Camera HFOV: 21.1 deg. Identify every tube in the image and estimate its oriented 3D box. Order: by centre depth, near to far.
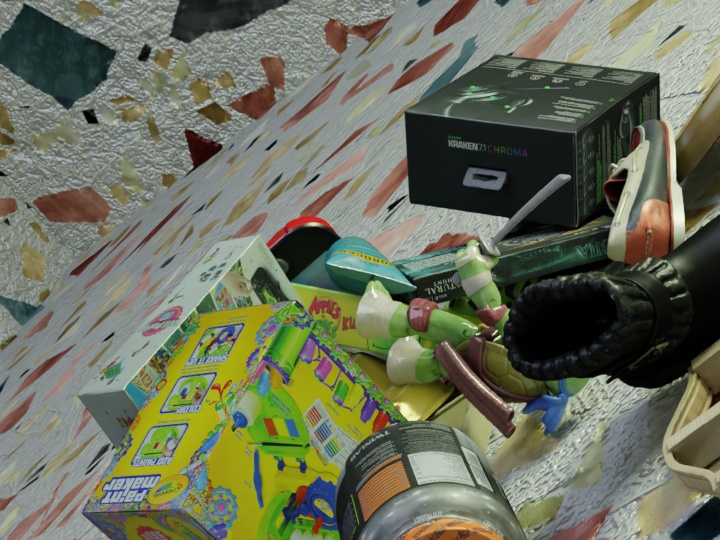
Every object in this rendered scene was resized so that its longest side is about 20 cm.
[{"bbox_3d":[0.000,0.000,1.676,0.200,0.077,0.051,-144,65,-84],"label":"tube"}]

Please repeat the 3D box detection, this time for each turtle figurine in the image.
[{"bbox_3d":[0.109,0.032,1.543,0.193,0.201,0.144,2,-5,33],"label":"turtle figurine"}]

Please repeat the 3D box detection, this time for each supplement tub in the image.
[{"bbox_3d":[0.048,0.186,1.321,0.122,0.123,0.200,-42,13,5],"label":"supplement tub"}]

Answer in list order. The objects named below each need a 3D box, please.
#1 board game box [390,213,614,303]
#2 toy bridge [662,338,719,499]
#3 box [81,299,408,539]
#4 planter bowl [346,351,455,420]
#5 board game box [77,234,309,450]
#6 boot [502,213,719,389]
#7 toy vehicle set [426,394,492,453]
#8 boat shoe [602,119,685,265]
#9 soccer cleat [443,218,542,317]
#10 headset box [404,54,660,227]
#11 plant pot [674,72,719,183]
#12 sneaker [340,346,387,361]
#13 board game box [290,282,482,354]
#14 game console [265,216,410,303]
[{"bbox_3d":[0.131,-0.011,1.696,0.199,0.028,0.135,-14,8,-7],"label":"board game box"},{"bbox_3d":[0.228,0.105,1.254,0.067,0.027,0.200,-40,12,16],"label":"toy bridge"},{"bbox_3d":[-0.068,0.163,1.468,0.122,0.200,0.193,-9,43,44],"label":"box"},{"bbox_3d":[-0.020,0.129,1.699,0.200,0.084,0.200,-37,1,1],"label":"planter bowl"},{"bbox_3d":[-0.116,0.090,1.566,0.064,0.148,0.200,-9,31,44],"label":"board game box"},{"bbox_3d":[0.212,0.010,1.321,0.211,0.080,0.158,-45,-33,24],"label":"boot"},{"bbox_3d":[0.024,0.184,1.611,0.200,0.027,0.124,-37,14,26],"label":"toy vehicle set"},{"bbox_3d":[0.235,-0.067,1.624,0.062,0.071,0.200,-1,34,6],"label":"boat shoe"},{"bbox_3d":[0.144,-0.004,1.821,0.200,0.065,0.084,-53,-12,-24],"label":"soccer cleat"},{"bbox_3d":[0.156,-0.120,1.768,0.174,0.093,0.200,9,26,29],"label":"headset box"},{"bbox_3d":[0.324,-0.165,1.675,0.200,0.027,0.200,-54,-3,-5],"label":"plant pot"},{"bbox_3d":[-0.033,0.130,1.847,0.200,0.074,0.116,-21,-35,-34],"label":"sneaker"},{"bbox_3d":[0.007,0.048,1.739,0.200,0.101,0.048,9,88,37],"label":"board game box"},{"bbox_3d":[-0.049,0.056,1.871,0.177,0.200,0.031,-43,32,7],"label":"game console"}]
